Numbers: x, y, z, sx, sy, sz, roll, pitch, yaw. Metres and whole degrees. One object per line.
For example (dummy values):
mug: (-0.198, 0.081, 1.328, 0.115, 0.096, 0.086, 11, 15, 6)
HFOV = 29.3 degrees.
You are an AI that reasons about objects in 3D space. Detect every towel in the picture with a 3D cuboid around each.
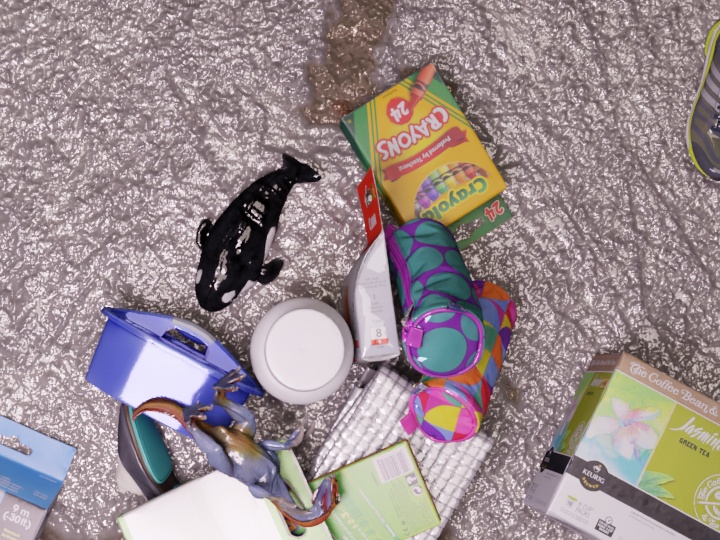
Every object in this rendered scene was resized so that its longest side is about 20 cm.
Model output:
towel: (0.031, 0.224, 1.537, 0.164, 0.086, 0.201, 31, 86, 0)

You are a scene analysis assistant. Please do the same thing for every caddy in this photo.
caddy: (-0.202, 0.106, 1.497, 0.198, 0.141, 0.106, 28, 87, -3)

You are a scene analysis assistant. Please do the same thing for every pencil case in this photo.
pencil case: (0.075, 0.024, 1.466, 0.091, 0.201, 0.086, 21, 115, -18)
pencil case: (0.110, 0.098, 1.503, 0.088, 0.089, 0.201, 32, 43, -2)

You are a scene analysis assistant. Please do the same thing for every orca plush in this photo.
orca plush: (-0.119, -0.042, 1.549, 0.200, 0.071, 0.105, -42, 90, -6)

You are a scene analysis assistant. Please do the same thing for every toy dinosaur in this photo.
toy dinosaur: (-0.106, 0.190, 1.419, 0.105, 0.198, 0.183, -49, 124, -33)

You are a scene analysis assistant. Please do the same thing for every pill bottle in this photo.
pill bottle: (-0.064, 0.087, 1.479, 0.109, 0.200, 0.113, 0, 86, -5)

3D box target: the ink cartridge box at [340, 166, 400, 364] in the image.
ink cartridge box: (0.000, 0.000, 1.510, 0.049, 0.162, 0.203, -10, 86, -7)

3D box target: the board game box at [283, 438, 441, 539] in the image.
board game box: (-0.022, 0.264, 1.473, 0.198, 0.030, 0.097, -24, 88, 4)

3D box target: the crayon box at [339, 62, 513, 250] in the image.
crayon box: (0.080, -0.118, 1.581, 0.126, 0.051, 0.201, -32, 89, -7)

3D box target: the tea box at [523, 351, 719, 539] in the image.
tea box: (0.319, 0.221, 1.531, 0.198, 0.134, 0.199, 27, 84, -2)

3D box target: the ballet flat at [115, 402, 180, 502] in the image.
ballet flat: (-0.228, 0.243, 1.522, 0.073, 0.073, 0.201, -32, 95, -6)

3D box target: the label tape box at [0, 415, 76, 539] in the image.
label tape box: (-0.417, 0.263, 1.506, 0.142, 0.066, 0.202, 24, 86, -2)

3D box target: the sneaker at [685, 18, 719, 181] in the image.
sneaker: (0.428, -0.205, 1.599, 0.073, 0.081, 0.203, 8, 85, -3)

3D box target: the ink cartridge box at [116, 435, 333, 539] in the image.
ink cartridge box: (-0.139, 0.283, 1.456, 0.198, 0.048, 0.147, -25, 81, -8)
